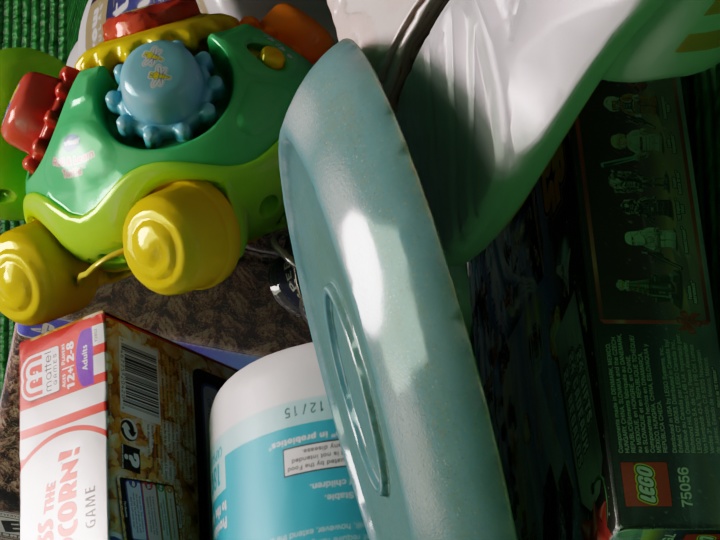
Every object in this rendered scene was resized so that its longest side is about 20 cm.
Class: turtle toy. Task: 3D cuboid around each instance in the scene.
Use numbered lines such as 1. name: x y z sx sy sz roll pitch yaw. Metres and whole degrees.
1. turtle toy: -0.083 -0.046 1.047 0.199 0.145 0.102 -11 98 40

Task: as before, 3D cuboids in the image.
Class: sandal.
1. sandal: 0.070 -0.080 0.743 0.207 0.059 0.080 -57 43 45

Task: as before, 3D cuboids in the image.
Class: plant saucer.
1. plant saucer: 0.009 0.032 0.816 0.200 0.027 0.202 165 90 -83

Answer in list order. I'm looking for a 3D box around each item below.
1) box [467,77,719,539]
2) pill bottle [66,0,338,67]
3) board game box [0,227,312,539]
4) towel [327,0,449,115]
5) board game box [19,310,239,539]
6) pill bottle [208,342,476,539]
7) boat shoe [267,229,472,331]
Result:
1. box: 0.067 0.013 0.827 0.137 0.040 0.201 108 160 -60
2. pill bottle: -0.055 -0.101 1.180 0.200 0.110 0.112 -28 60 60
3. board game box: -0.074 0.044 1.204 0.200 0.158 0.097 110 169 -55
4. towel: 0.037 -0.168 0.860 0.191 0.032 0.200 -56 27 26
5. board game box: -0.043 0.118 1.037 0.046 0.200 0.152 -20 60 33
6. pill bottle: 0.005 0.132 0.953 0.111 0.110 0.201 112 157 -62
7. boat shoe: 0.000 0.000 0.982 0.200 0.066 0.070 86 169 -66
